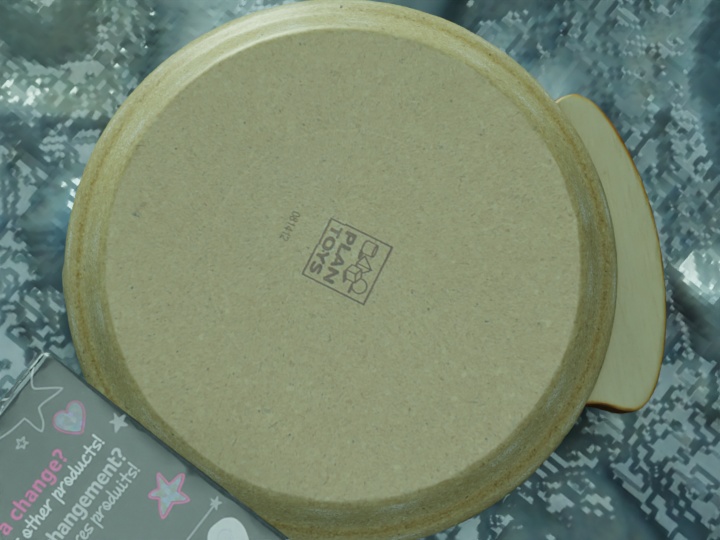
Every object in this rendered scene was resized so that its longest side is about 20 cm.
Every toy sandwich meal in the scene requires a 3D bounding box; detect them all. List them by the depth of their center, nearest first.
[{"bbox_3d":[0.000,0.000,0.922,0.205,0.070,0.205,0,82,-2],"label":"toy sandwich meal"}]

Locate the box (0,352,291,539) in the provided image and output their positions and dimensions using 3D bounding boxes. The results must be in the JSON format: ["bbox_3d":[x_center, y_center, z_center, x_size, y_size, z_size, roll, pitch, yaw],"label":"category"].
[{"bbox_3d":[-0.092,0.118,0.818,0.115,0.200,0.132,37,77,0],"label":"box"}]
